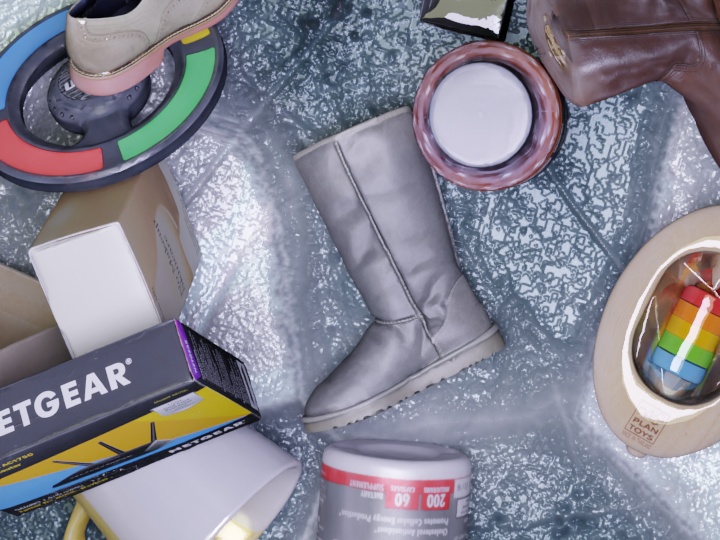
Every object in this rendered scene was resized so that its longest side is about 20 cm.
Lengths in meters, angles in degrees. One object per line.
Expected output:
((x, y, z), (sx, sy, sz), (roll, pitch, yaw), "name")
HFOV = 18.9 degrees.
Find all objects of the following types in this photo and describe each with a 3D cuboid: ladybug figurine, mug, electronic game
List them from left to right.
((-0.195, -0.135, 1.608), (0.198, 0.042, 0.201), (-9, 48, 10), "electronic game")
((-0.160, 0.166, 1.628), (0.153, 0.149, 0.187), (41, 91, 11), "mug")
((0.245, 0.046, 1.598), (0.135, 0.072, 0.201), (30, 96, 4), "ladybug figurine")

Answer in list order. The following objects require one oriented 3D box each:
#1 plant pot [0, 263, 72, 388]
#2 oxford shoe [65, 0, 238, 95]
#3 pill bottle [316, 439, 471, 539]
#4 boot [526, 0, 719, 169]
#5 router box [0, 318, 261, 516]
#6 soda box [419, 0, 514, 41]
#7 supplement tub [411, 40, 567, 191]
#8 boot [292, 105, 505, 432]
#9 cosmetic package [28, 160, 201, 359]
((-0.345, 0.093, 1.615), (0.199, 0.200, 0.178), (23, 111, 19), "plant pot")
((-0.142, -0.213, 1.590), (0.070, 0.074, 0.200), (22, 54, 26), "oxford shoe")
((0.021, 0.233, 1.618), (0.113, 0.114, 0.202), (4, 94, 7), "pill bottle")
((0.206, -0.128, 1.532), (0.064, 0.199, 0.188), (-27, 80, 41), "boot")
((-0.186, 0.105, 1.502), (0.199, 0.149, 0.051), (-22, 71, 10), "router box")
((0.098, -0.274, 1.599), (0.063, 0.071, 0.202), (13, 95, 7), "soda box")
((0.093, -0.110, 1.545), (0.106, 0.200, 0.108), (0, 92, 8), "supplement tub")
((-0.001, 0.000, 1.629), (0.181, 0.073, 0.201), (-28, 96, -5), "boot")
((-0.174, -0.012, 1.577), (0.071, 0.200, 0.106), (-18, 109, 9), "cosmetic package")
